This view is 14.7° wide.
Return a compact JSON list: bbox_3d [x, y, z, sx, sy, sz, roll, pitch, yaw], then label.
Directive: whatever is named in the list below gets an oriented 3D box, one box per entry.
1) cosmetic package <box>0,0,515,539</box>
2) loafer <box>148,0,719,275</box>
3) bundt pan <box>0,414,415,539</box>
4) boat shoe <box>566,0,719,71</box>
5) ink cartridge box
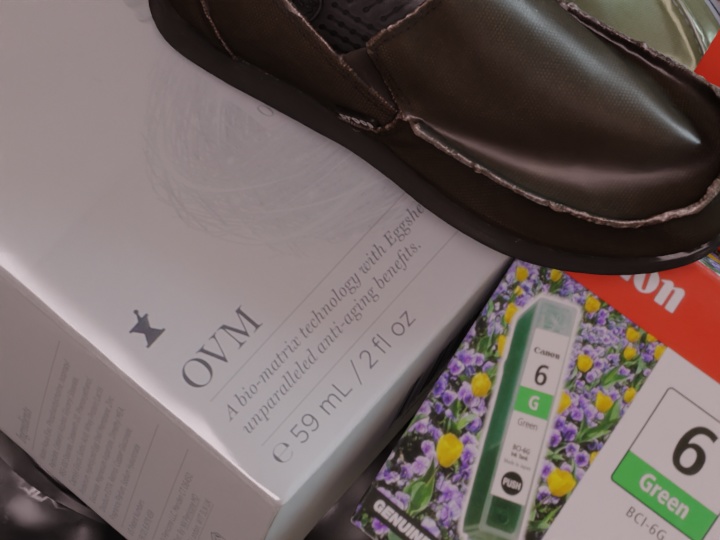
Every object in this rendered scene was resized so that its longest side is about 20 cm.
[{"bbox_3d":[-0.049,-0.034,0.920,0.200,0.123,0.199,39,64,8],"label":"cosmetic package"},{"bbox_3d":[0.027,-0.062,0.832,0.200,0.071,0.073,23,65,6],"label":"loafer"},{"bbox_3d":[-0.063,0.105,1.001,0.201,0.076,0.202,1,96,10],"label":"bundt pan"},{"bbox_3d":[0.055,-0.115,1.010,0.200,0.062,0.072,38,93,5],"label":"boat shoe"},{"bbox_3d":[0.095,0.028,0.869,0.109,0.050,0.200,37,103,22],"label":"ink cartridge box"}]
